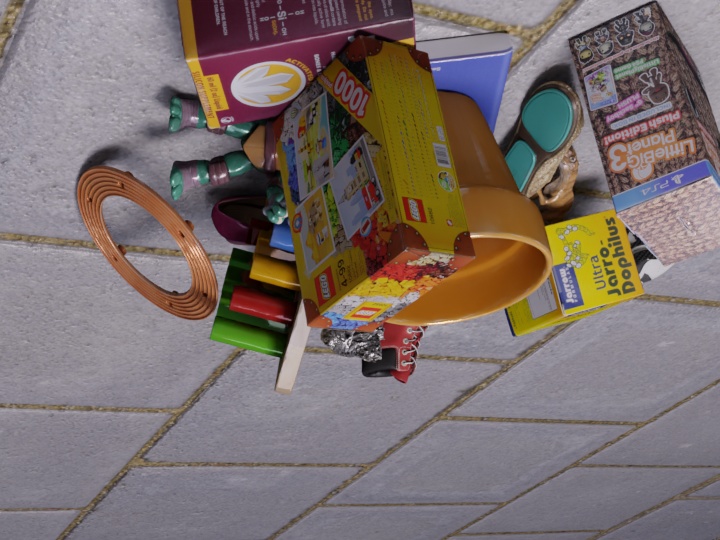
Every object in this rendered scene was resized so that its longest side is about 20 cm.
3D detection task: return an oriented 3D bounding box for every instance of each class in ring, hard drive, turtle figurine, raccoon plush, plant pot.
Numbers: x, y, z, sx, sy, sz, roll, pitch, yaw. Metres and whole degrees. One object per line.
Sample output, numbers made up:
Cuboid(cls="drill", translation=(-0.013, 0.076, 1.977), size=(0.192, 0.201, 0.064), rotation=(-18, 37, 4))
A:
Cuboid(cls="ring", translation=(-0.224, -0.030, 1.329), size=(0.019, 0.200, 0.201), rotation=(-46, 173, -32))
Cuboid(cls="hard drive", translation=(0.080, -0.169, 1.297), size=(0.130, 0.026, 0.201), rotation=(-8, 154, -6))
Cuboid(cls="turtle figurine", translation=(-0.087, -0.120, 1.227), size=(0.197, 0.152, 0.101), rotation=(0, 178, -1))
Cuboid(cls="raccoon plush", translation=(0.000, 0.000, 1.362), size=(0.095, 0.135, 0.202), rotation=(6, 123, -3))
Cuboid(cls="plant pot", translation=(0.079, -0.069, 1.256), size=(0.197, 0.186, 0.201), rotation=(-7, 155, -3))

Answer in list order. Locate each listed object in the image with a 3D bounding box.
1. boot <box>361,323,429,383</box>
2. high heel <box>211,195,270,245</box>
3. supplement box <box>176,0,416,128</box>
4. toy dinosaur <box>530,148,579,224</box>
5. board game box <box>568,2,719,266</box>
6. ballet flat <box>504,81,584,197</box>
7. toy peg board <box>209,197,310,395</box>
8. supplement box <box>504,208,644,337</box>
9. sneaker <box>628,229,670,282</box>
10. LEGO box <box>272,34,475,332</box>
Cuboid(cls="boot", translation=(0.085, 0.069, 1.648), size=(0.198, 0.146, 0.072), rotation=(-21, 152, 19))
Cuboid(cls="high heel", translation=(-0.068, -0.057, 1.414), size=(0.197, 0.068, 0.096), rotation=(-7, 165, 1))
Cuboid(cls="supplement box", translation=(-0.052, -0.205, 1.102), size=(0.197, 0.087, 0.111), rotation=(-11, 154, 0))
Cuboid(cls="toy dinosaur", translation=(0.230, -0.074, 1.509), size=(0.105, 0.061, 0.201), rotation=(-12, 155, 0))
Cuboid(cls="board game box", translation=(0.300, -0.133, 1.252), size=(0.096, 0.202, 0.159), rotation=(-21, 153, 23))
Cuboid(cls="ballet flat", translation=(0.205, -0.150, 1.361), size=(0.065, 0.071, 0.200), rotation=(-28, 166, -26))
Cuboid(cls="toy peg board", translation=(-0.087, -0.016, 1.308), size=(0.096, 0.201, 0.201), rotation=(14, 122, -6))
Cuboid(cls="supplement box", translation=(0.251, 0.006, 1.547), size=(0.108, 0.110, 0.200), rotation=(-14, 173, -13))
Cuboid(cls="sneaker", translation=(0.394, -0.041, 1.647), size=(0.079, 0.074, 0.200), rotation=(-16, 162, -23))
Cuboid(cls="LEGO box", translation=(0.006, -0.071, 1.067), size=(0.076, 0.202, 0.149), rotation=(7, 150, -36))
